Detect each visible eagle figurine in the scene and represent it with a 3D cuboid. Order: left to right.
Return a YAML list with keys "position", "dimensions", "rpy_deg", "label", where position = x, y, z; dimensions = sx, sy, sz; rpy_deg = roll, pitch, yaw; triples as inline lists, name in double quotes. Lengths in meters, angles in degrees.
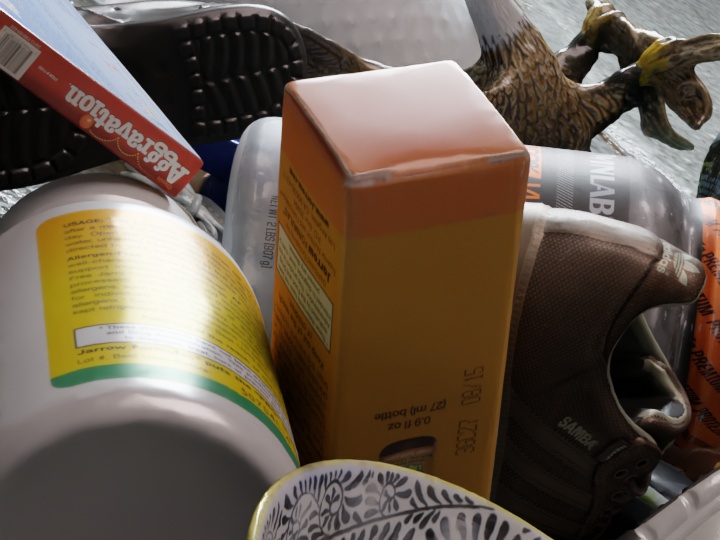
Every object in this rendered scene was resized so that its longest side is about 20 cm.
- position: [0.055, -0.072, 1.257]
  dimensions: [0.199, 0.152, 0.152]
  rpy_deg: [-25, 76, -24]
  label: "eagle figurine"

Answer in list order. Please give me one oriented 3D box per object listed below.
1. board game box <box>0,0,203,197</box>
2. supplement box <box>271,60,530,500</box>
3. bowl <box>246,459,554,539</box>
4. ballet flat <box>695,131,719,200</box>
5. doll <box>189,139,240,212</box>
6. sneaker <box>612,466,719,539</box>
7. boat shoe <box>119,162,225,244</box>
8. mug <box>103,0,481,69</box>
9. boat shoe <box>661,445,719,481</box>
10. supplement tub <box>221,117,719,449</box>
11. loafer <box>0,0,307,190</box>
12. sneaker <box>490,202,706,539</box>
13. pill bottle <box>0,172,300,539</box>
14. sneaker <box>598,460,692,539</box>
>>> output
- position: [-0.132, -0.100, 1.024]
  dimensions: [0.103, 0.019, 0.200]
  rpy_deg: [38, 6, -35]
  label: "board game box"
- position: [0.007, 0.034, 0.925]
  dimensions: [0.066, 0.201, 0.069]
  rpy_deg: [-9, 34, -21]
  label: "supplement box"
- position: [0.025, 0.157, 0.787]
  dimensions: [0.200, 0.094, 0.201]
  rpy_deg: [32, 24, -16]
  label: "bowl"
- position: [0.178, 0.025, 1.279]
  dimensions: [0.074, 0.201, 0.074]
  rpy_deg: [-2, 31, 1]
  label: "ballet flat"
- position: [0.000, 0.000, 1.196]
  dimensions: [0.199, 0.049, 0.137]
  rpy_deg: [32, -22, 25]
  label: "doll"
- position: [0.111, 0.132, 0.992]
  dimensions: [0.199, 0.074, 0.080]
  rpy_deg: [-28, 66, -34]
  label: "sneaker"
- position: [-0.089, -0.006, 1.099]
  dimensions: [0.074, 0.065, 0.202]
  rpy_deg: [35, 18, 11]
  label: "boat shoe"
- position: [-0.006, -0.133, 1.358]
  dimensions: [0.175, 0.200, 0.148]
  rpy_deg: [33, 29, -19]
  label: "mug"
- position: [0.148, 0.089, 1.213]
  dimensions: [0.199, 0.068, 0.072]
  rpy_deg: [7, -9, -19]
  label: "boat shoe"
- position: [0.046, 0.011, 1.073]
  dimensions: [0.198, 0.123, 0.123]
  rpy_deg: [6, 19, 0]
  label: "supplement tub"
- position: [-0.125, -0.076, 1.163]
  dimensions: [0.198, 0.074, 0.071]
  rpy_deg: [-3, 11, -17]
  label: "loafer"
- position: [0.077, 0.066, 0.982]
  dimensions: [0.075, 0.201, 0.071]
  rpy_deg: [10, 44, 10]
  label: "sneaker"
- position: [-0.081, 0.045, 0.901]
  dimensions: [0.112, 0.113, 0.200]
  rpy_deg: [24, 19, -19]
  label: "pill bottle"
- position: [0.142, 0.118, 1.109]
  dimensions: [0.200, 0.072, 0.083]
  rpy_deg: [37, 33, 17]
  label: "sneaker"
